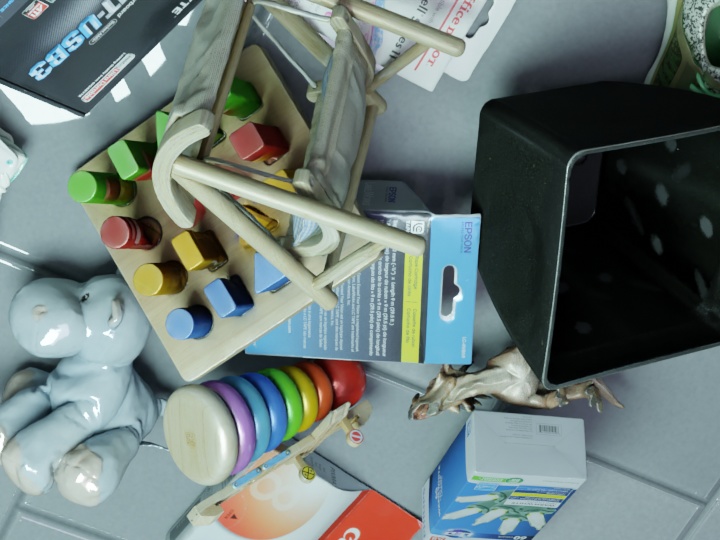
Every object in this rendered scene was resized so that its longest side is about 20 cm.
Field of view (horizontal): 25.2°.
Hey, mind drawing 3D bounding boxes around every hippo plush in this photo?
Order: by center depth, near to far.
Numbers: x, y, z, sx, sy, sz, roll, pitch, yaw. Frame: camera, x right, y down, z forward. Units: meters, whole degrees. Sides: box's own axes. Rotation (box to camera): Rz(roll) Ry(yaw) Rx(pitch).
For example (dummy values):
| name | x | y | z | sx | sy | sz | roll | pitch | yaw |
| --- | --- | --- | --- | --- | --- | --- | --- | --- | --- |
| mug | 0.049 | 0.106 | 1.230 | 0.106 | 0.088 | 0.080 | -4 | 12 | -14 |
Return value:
| name | x | y | z | sx | sy | sz | roll | pitch | yaw |
| --- | --- | --- | --- | --- | --- | --- | --- | --- | --- |
| hippo plush | -0.226 | 0.090 | 1.356 | 0.197 | 0.160 | 0.163 | 4 | 119 | -8 |

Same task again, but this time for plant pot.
| name | x | y | z | sx | sy | sz | roll | pitch | yaw |
| --- | --- | --- | --- | --- | --- | --- | --- | --- | --- |
| plant pot | 0.192 | -0.050 | 1.301 | 0.197 | 0.177 | 0.202 | -12 | 121 | -25 |

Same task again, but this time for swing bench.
| name | x | y | z | sx | sy | sz | roll | pitch | yaw |
| --- | --- | --- | --- | --- | --- | --- | --- | --- | --- |
| swing bench | -0.048 | -0.115 | 1.170 | 0.199 | 0.201 | 0.129 | 29 | 146 | -23 |

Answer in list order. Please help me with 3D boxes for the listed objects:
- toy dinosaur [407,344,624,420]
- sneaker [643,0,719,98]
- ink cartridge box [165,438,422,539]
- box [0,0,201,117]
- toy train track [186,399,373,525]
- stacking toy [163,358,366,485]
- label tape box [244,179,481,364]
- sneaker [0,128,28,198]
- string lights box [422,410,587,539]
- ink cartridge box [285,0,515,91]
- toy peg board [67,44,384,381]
| name | x | y | z | sx | sy | sz | roll | pitch | yaw |
| --- | --- | --- | --- | --- | --- | --- | --- | --- | --- |
| toy dinosaur | 0.143 | 0.091 | 1.443 | 0.198 | 0.087 | 0.135 | 8 | 164 | -39 |
| sneaker | 0.280 | -0.160 | 1.321 | 0.076 | 0.089 | 0.202 | -2 | 119 | -6 |
| ink cartridge box | -0.062 | 0.257 | 1.529 | 0.199 | 0.050 | 0.162 | 35 | 109 | -19 |
| box | -0.206 | -0.216 | 1.194 | 0.200 | 0.050 | 0.198 | -40 | 154 | 15 |
| toy train track | -0.061 | 0.172 | 1.390 | 0.199 | 0.033 | 0.115 | -28 | 166 | -34 |
| stacking toy | -0.071 | 0.118 | 1.394 | 0.199 | 0.085 | 0.086 | -16 | 129 | -44 |
| label tape box | 0.000 | 0.000 | 1.372 | 0.197 | 0.066 | 0.145 | 2 | 118 | 2 |
| sneaker | -0.312 | -0.071 | 1.314 | 0.087 | 0.075 | 0.202 | -11 | 118 | -14 |
| string lights box | 0.125 | 0.192 | 1.454 | 0.101 | 0.060 | 0.201 | 5 | 152 | -9 |
| ink cartridge box | 0.032 | -0.224 | 1.269 | 0.198 | 0.068 | 0.118 | 25 | 113 | -18 |
| toy peg board | -0.121 | -0.045 | 1.275 | 0.199 | 0.098 | 0.201 | -33 | 83 | 13 |
